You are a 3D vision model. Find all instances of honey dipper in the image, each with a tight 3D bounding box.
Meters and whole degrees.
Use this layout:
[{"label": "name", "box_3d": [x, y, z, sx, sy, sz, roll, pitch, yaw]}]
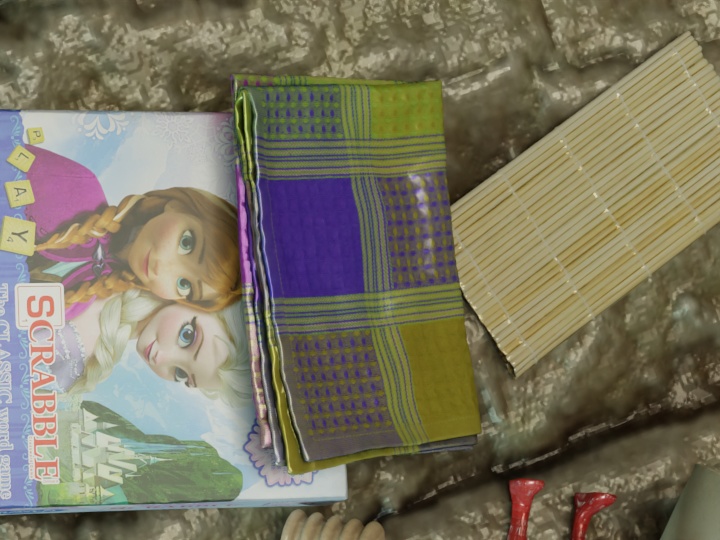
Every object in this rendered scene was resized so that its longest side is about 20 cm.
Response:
[{"label": "honey dipper", "box_3d": [0.058, 0.152, 1.424, 0.199, 0.038, 0.038, 9, 77, 16]}]

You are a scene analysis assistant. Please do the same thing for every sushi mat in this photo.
[{"label": "sushi mat", "box_3d": [0.131, -0.037, 1.541, 0.200, 0.012, 0.096, -36, 93, -19]}]

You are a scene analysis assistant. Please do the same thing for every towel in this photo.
[{"label": "towel", "box_3d": [0.000, 0.000, 1.451, 0.143, 0.023, 0.201, -1, 82, -41]}]

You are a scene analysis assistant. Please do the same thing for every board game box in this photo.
[{"label": "board game box", "box_3d": [-0.109, 0.020, 1.441, 0.199, 0.041, 0.201, -1, 82, -19]}]

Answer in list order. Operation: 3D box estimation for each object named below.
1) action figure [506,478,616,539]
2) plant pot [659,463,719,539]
[{"label": "action figure", "box_3d": [0.089, 0.209, 1.473, 0.065, 0.052, 0.201, 12, 80, -19]}, {"label": "plant pot", "box_3d": [0.194, 0.232, 1.446, 0.187, 0.187, 0.200, 33, 88, -10]}]
